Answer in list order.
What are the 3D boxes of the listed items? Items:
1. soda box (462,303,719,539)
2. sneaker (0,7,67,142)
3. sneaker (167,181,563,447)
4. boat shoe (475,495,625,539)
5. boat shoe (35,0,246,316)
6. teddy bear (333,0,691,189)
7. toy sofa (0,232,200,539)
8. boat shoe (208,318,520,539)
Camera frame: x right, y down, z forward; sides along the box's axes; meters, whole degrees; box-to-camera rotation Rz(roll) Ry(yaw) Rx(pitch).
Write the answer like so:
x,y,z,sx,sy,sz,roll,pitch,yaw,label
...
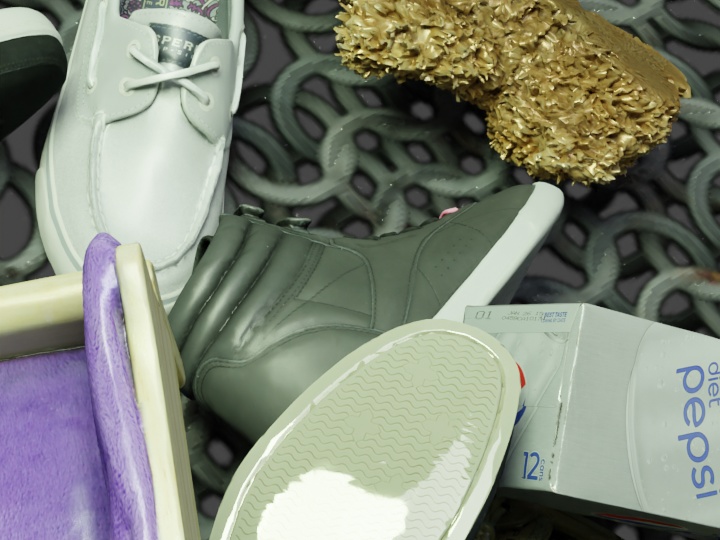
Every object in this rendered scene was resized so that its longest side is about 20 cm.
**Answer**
x,y,z,sx,sy,sz,roll,pitch,yaw,label
0.128,0.061,0.824,0.200,0.068,0.064,15,81,-31,soda box
-0.163,-0.002,0.820,0.200,0.073,0.112,-33,75,-25,sneaker
0.000,0.000,0.856,0.099,0.071,0.200,32,38,11,sneaker
0.073,0.114,0.817,0.200,0.063,0.073,30,53,5,boat shoe
-0.073,-0.074,0.894,0.072,0.069,0.200,16,54,-9,boat shoe
0.034,-0.105,0.945,0.200,0.067,0.145,34,25,-13,teddy bear
-0.082,0.095,0.657,0.083,0.098,0.200,-11,62,0,toy sofa
-0.015,0.103,0.738,0.072,0.068,0.200,27,71,12,boat shoe
